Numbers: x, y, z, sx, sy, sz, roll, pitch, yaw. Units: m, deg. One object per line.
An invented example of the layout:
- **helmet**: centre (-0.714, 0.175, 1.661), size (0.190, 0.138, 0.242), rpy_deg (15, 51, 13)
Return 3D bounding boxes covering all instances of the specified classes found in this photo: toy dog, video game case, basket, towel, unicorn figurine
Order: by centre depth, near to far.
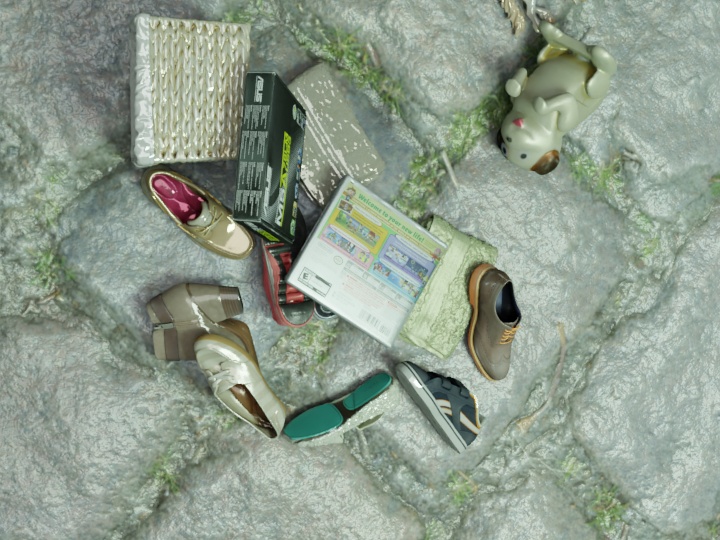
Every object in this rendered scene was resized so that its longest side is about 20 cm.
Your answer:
- **basket**: centre (-0.243, -0.245, 1.469), size (0.158, 0.198, 0.203), rpy_deg (0, 96, -15)
- **video game case**: centre (0.011, -0.012, 1.570), size (0.199, 0.022, 0.184), rpy_deg (33, 82, -20)
- **towel**: centre (-0.059, -0.200, 1.593), size (0.132, 0.034, 0.201), rpy_deg (-35, 101, -16)
- **toy dog**: centre (0.288, -0.252, 1.628), size (0.139, 0.194, 0.201), rpy_deg (36, 91, 23)
- **unicorn figurine**: centre (0.299, -0.465, 1.629), size (0.199, 0.074, 0.138), rpy_deg (-39, 103, -6)
- **towel**: centre (0.125, 0.028, 1.664), size (0.147, 0.036, 0.202), rpy_deg (26, 90, -15)

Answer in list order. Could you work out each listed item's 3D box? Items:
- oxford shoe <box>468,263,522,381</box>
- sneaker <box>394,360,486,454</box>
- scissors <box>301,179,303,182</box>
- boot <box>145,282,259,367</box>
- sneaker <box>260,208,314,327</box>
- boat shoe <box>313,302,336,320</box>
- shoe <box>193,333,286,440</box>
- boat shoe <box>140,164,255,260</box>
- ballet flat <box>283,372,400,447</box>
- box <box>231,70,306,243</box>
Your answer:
- **oxford shoe**: centre (0.216, 0.093, 1.655), size (0.071, 0.073, 0.203), rpy_deg (-24, 118, -26)
- **sneaker**: centre (0.129, 0.197, 1.655), size (0.079, 0.078, 0.201), rpy_deg (-42, 123, -9)
- **scissors**: centre (-0.102, -0.093, 1.610), size (0.072, 0.014, 0.203), rpy_deg (-20, 99, -12)
- **boot**: centre (-0.237, 0.111, 1.582), size (0.144, 0.070, 0.203), rpy_deg (-13, 106, -1)
- **sneaker**: centre (-0.126, -0.011, 1.582), size (0.073, 0.087, 0.203), rpy_deg (-3, 82, -29)
- **boat shoe**: centre (0.000, 0.000, 1.616), size (0.200, 0.068, 0.072), rpy_deg (-43, 103, -5)
- **shoe**: centre (-0.176, 0.173, 1.548), size (0.069, 0.054, 0.201), rpy_deg (-27, 119, 23)
- **boat shoe**: centre (-0.240, -0.081, 1.552), size (0.199, 0.069, 0.074), rpy_deg (35, 88, -14)
- **ballet flat**: centre (-0.021, 0.233, 1.640), size (0.198, 0.072, 0.072), rpy_deg (-27, 101, -8)
- **box**: centre (-0.122, -0.150, 1.449), size (0.047, 0.193, 0.203), rpy_deg (4, 83, 8)
